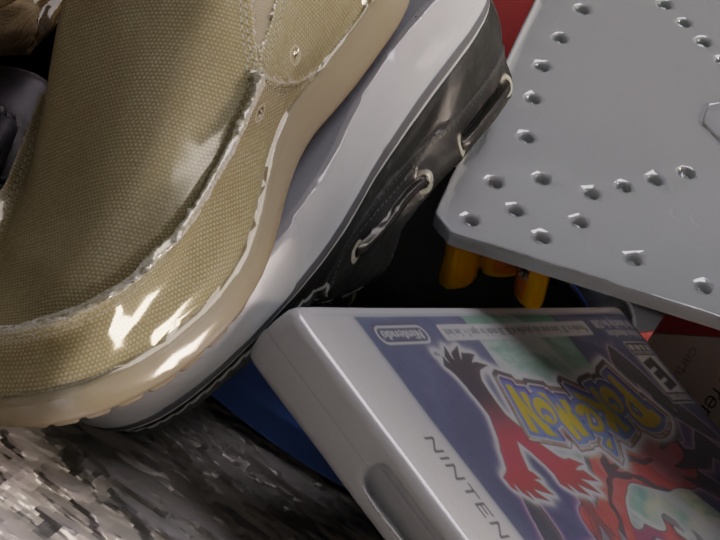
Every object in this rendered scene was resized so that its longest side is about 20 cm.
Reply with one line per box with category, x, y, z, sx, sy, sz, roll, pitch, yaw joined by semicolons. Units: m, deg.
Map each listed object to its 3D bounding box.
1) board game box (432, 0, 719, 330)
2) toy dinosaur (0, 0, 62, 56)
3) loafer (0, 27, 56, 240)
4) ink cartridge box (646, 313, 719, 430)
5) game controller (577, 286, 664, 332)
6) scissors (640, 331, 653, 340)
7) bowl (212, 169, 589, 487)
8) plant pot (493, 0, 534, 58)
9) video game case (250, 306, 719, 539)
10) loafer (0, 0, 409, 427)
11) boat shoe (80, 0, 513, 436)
board game box;0.140;-0.030;0.752;0.200;0.026;0.200;18;38;7
toy dinosaur;-0.148;-0.070;0.600;0.200;0.101;0.058;-2;68;-31
loafer;-0.112;-0.043;0.689;0.072;0.063;0.200;30;13;-9
ink cartridge box;0.186;0.077;0.780;0.200;0.147;0.083;39;14;32
game controller;0.162;0.064;0.908;0.200;0.104;0.042;34;-19;6
scissors;0.097;0.039;0.878;0.200;0.073;0.014;-3;-16;-9
bowl;0.000;0.000;0.773;0.200;0.039;0.201;31;24;-16
plant pot;0.092;-0.074;1.071;0.177;0.201;0.200;29;9;27
video game case;0.079;0.082;0.656;0.182;0.023;0.200;52;23;21
loafer;-0.053;-0.043;0.611;0.068;0.076;0.200;60;40;-32
boat shoe;-0.013;-0.019;0.666;0.069;0.200;0.057;2;-47;41
